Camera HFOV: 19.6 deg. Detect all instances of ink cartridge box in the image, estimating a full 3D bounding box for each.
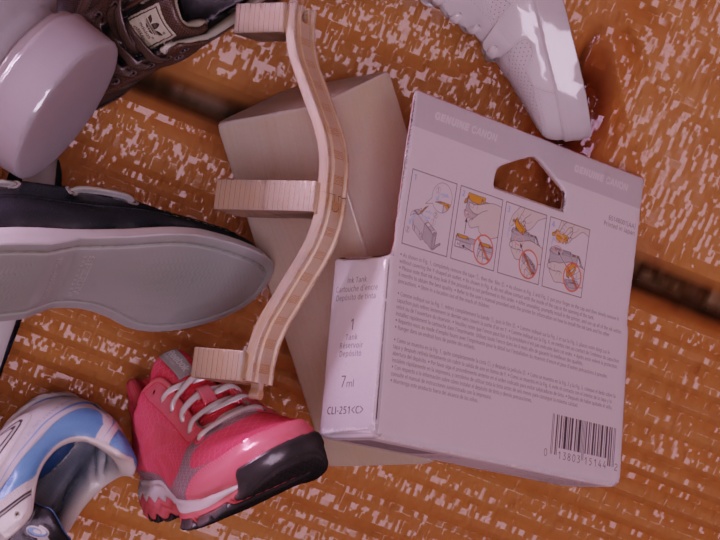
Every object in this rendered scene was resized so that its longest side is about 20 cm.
[{"bbox_3d":[0.070,0.016,1.106,0.200,0.045,0.176,16,75,-45],"label":"ink cartridge box"}]

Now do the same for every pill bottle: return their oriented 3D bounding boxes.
[{"bbox_3d":[-0.224,-0.135,1.040,0.200,0.112,0.112,36,96,7],"label":"pill bottle"}]

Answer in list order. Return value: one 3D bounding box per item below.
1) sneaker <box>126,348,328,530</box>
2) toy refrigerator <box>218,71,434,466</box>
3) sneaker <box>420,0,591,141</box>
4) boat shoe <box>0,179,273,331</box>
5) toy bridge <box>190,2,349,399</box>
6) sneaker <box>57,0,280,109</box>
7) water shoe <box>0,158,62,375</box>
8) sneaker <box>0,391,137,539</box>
[{"bbox_3d":[-0.084,0.083,1.086,0.074,0.200,0.087,-22,92,-24],"label":"sneaker"},{"bbox_3d":[0.000,0.000,1.124,0.076,0.070,0.200,-7,107,41],"label":"toy refrigerator"},{"bbox_3d":[0.045,-0.149,1.110,0.116,0.074,0.200,-20,90,1],"label":"sneaker"},{"bbox_3d":[-0.135,-0.014,1.065,0.200,0.060,0.076,7,130,-42],"label":"boat shoe"},{"bbox_3d":[-0.040,-0.035,1.043,0.067,0.027,0.200,2,83,32],"label":"toy bridge"},{"bbox_3d":[-0.119,-0.134,1.094,0.200,0.076,0.070,-32,103,1],"label":"sneaker"},{"bbox_3d":[-0.221,0.020,1.118,0.079,0.072,0.200,21,98,-7],"label":"water shoe"},{"bbox_3d":[-0.201,0.144,1.097,0.200,0.072,0.072,-46,138,-19],"label":"sneaker"}]
